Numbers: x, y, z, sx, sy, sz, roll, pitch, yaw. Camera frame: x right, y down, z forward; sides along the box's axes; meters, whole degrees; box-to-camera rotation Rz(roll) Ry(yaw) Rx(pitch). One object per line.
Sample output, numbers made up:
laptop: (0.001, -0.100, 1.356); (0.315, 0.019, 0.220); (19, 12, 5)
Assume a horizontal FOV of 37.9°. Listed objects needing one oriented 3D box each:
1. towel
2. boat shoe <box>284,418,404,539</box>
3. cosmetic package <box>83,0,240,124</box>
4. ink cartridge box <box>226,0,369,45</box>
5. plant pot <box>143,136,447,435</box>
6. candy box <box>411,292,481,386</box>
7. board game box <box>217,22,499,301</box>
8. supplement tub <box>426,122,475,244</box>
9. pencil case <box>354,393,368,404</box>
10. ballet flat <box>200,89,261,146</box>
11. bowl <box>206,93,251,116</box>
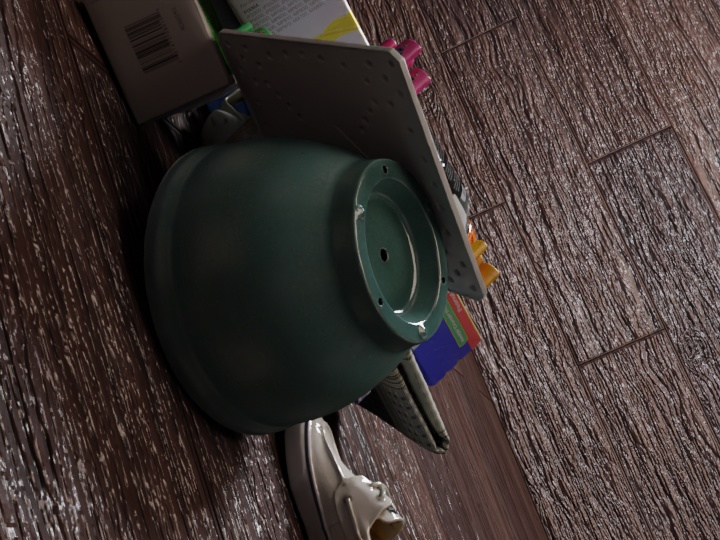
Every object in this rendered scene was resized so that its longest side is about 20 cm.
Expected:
towel: (-0.008, 0.057, 0.950); (0.192, 0.034, 0.201); (23, -35, 60)
boat shoe: (-0.002, 0.189, 0.779); (0.071, 0.069, 0.201); (53, 16, -58)
cosmetic package: (-0.145, -0.191, 0.869); (0.200, 0.084, 0.108); (-73, 141, -75)
ink cartridge box: (-0.045, -0.197, 0.872); (0.201, 0.083, 0.146); (58, 5, -35)
plant pot: (-0.025, 0.000, 0.692); (0.200, 0.133, 0.202); (27, 57, -52)
candy box: (0.000, 0.000, 0.998); (0.199, 0.077, 0.170); (28, -26, 51)
board game box: (-0.002, -0.083, 0.760); (0.199, 0.026, 0.201); (20, -38, 47)
supplement tub: (0.032, -0.090, 1.062); (0.201, 0.122, 0.123); (56, 12, -27)
pencil case: (-0.065, 0.020, 0.833); (0.084, 0.085, 0.201); (7, -51, 55)
ballet flat: (-0.107, -0.125, 0.961); (0.067, 0.068, 0.201); (37, 36, -7)
bowl: (-0.118, -0.162, 1.117); (0.201, 0.039, 0.202); (-24, 90, -82)
